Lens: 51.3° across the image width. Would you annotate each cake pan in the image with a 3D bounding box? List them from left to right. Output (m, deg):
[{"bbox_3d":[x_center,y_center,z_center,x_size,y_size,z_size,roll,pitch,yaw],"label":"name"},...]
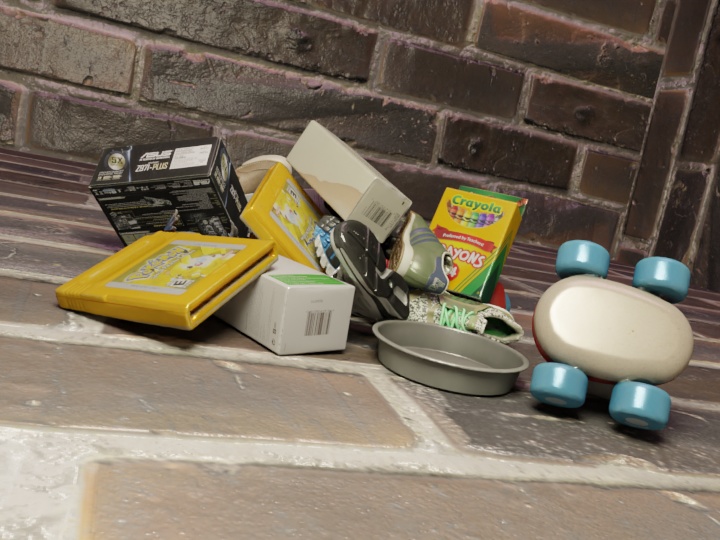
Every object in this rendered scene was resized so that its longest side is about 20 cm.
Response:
[{"bbox_3d":[0.108,0.107,0.928,0.197,0.037,0.200,11,8,-2],"label":"cake pan"}]

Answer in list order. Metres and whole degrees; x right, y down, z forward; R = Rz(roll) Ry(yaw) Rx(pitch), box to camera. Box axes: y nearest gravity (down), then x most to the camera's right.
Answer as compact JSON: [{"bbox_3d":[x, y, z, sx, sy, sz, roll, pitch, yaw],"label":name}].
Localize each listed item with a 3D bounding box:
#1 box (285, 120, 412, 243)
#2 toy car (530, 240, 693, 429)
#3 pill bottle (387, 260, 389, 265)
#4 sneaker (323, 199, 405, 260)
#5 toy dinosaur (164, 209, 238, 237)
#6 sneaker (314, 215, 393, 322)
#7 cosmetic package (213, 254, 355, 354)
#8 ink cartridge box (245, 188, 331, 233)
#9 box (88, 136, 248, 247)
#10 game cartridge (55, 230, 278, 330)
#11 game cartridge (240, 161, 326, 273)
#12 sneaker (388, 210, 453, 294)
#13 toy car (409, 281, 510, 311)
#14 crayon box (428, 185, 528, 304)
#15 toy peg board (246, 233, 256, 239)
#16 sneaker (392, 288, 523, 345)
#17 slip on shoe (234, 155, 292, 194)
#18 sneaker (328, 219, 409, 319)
[{"bbox_3d":[-0.021,-0.136,1.128,0.094,0.078,0.200,28,14,-44],"label":"box"},{"bbox_3d":[0.293,0.098,0.915,0.174,0.187,0.201,13,-21,13],"label":"toy car"},{"bbox_3d":[0.071,-0.026,1.488,0.198,0.114,0.112,17,10,31],"label":"pill bottle"},{"bbox_3d":[0.018,-0.068,1.226,0.198,0.077,0.084,33,22,9],"label":"sneaker"},{"bbox_3d":[-0.226,-0.022,1.171,0.180,0.107,0.199,28,-13,-35],"label":"toy dinosaur"},{"bbox_3d":[0.000,0.000,1.117,0.201,0.075,0.087,51,5,-14],"label":"sneaker"},{"bbox_3d":[-0.111,0.034,0.945,0.106,0.086,0.199,0,15,-42],"label":"cosmetic package"},{"bbox_3d":[-0.102,-0.104,1.303,0.198,0.069,0.115,-7,3,-43],"label":"ink cartridge box"},{"bbox_3d":[-0.291,-0.111,1.174,0.196,0.165,0.087,-4,49,11],"label":"box"},{"bbox_3d":[-0.223,0.003,0.874,0.197,0.033,0.176,7,29,26],"label":"game cartridge"},{"bbox_3d":[-0.085,-0.052,1.134,0.200,0.032,0.177,47,25,-18],"label":"game cartridge"},{"bbox_3d":[0.094,-0.020,1.109,0.089,0.068,0.201,27,23,-4],"label":"sneaker"},{"bbox_3d":[0.173,-0.015,1.260,0.175,0.204,0.184,16,9,27],"label":"toy car"},{"bbox_3d":[0.170,-0.050,1.177,0.125,0.202,0.051,15,-20,28],"label":"crayon box"},{"bbox_3d":[-0.197,-0.053,1.352,0.197,0.100,0.199,8,9,-19],"label":"toy peg board"},{"bbox_3d":[0.144,0.068,1.056,0.197,0.078,0.088,9,-4,-15],"label":"sneaker"},{"bbox_3d":[-0.213,-0.143,1.311,0.197,0.077,0.061,-12,41,9],"label":"slip on shoe"},{"bbox_3d":[-0.020,0.014,0.971,0.114,0.077,0.201,-10,-35,22],"label":"sneaker"}]
